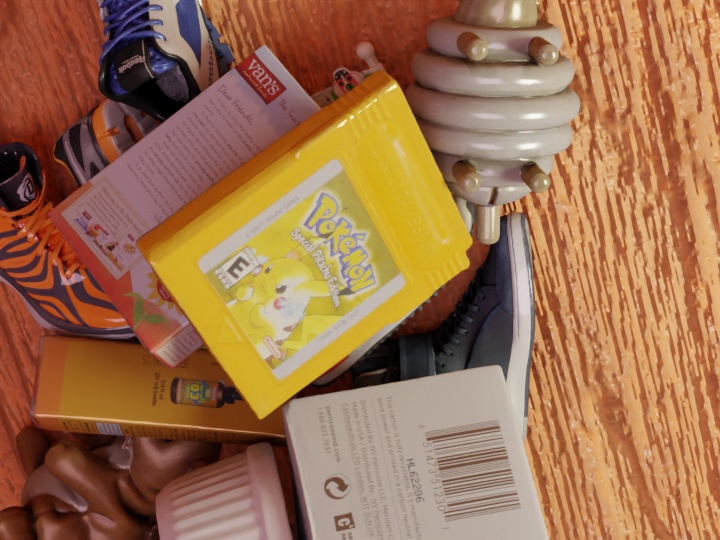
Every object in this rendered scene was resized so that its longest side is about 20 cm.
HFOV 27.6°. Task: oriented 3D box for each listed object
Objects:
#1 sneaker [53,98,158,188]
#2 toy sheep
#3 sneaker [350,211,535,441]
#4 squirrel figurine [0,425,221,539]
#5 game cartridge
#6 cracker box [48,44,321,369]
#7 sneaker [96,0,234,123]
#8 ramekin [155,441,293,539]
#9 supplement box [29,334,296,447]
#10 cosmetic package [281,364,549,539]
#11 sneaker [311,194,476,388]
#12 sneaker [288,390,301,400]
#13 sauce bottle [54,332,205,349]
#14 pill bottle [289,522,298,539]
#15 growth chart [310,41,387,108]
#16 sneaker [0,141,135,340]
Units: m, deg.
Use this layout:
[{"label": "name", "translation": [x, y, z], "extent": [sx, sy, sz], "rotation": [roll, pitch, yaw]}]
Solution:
[{"label": "sneaker", "translation": [-0.170, -0.041, 1.161], "extent": [0.077, 0.078, 0.200], "rotation": [-16, 109, 30]}, {"label": "toy sheep", "translation": [0.094, -0.115, 1.046], "extent": [0.137, 0.138, 0.201], "rotation": [8, 107, 5]}, {"label": "sneaker", "translation": [0.064, 0.047, 1.157], "extent": [0.146, 0.077, 0.203], "rotation": [4, 116, 4]}, {"label": "squirrel figurine", "translation": [-0.180, 0.192, 1.239], "extent": [0.186, 0.142, 0.200], "rotation": [-31, 107, 13]}, {"label": "game cartridge", "translation": [-0.028, -0.013, 0.995], "extent": [0.200, 0.032, 0.177], "rotation": [-35, 131, -6]}, {"label": "cracker box", "translation": [-0.101, -0.046, 1.045], "extent": [0.200, 0.058, 0.134], "rotation": [-38, 71, -3]}, {"label": "sneaker", "translation": [-0.156, -0.187, 1.061], "extent": [0.080, 0.115, 0.200], "rotation": [-21, 110, 16]}, {"label": "ramekin", "translation": [-0.092, 0.236, 1.099], "extent": [0.094, 0.202, 0.203], "rotation": [-11, 114, -5]}, {"label": "supplement box", "translation": [-0.149, 0.096, 1.136], "extent": [0.199, 0.069, 0.067], "rotation": [5, 72, -2]}, {"label": "cosmetic package", "translation": [0.039, 0.200, 1.099], "extent": [0.166, 0.168, 0.200], "rotation": [-10, 147, -6]}, {"label": "sneaker", "translation": [0.000, 0.000, 1.137], "extent": [0.093, 0.070, 0.200], "rotation": [40, 112, -15]}, {"label": "sneaker", "translation": [-0.018, 0.002, 1.077], "extent": [0.106, 0.075, 0.201], "rotation": [6, 81, 17]}, {"label": "sauce bottle", "translation": [-0.149, 0.068, 1.208], "extent": [0.199, 0.065, 0.065], "rotation": [20, 116, -3]}, {"label": "pill bottle", "translation": [-0.002, 0.259, 1.248], "extent": [0.199, 0.111, 0.111], "rotation": [6, 116, 6]}, {"label": "growth chart", "translation": [-0.032, -0.071, 1.148], "extent": [0.200, 0.018, 0.145], "rotation": [-31, 110, 21]}, {"label": "sneaker", "translation": [-0.244, -0.026, 1.130], "extent": [0.200, 0.078, 0.112], "rotation": [26, 141, 18]}]
